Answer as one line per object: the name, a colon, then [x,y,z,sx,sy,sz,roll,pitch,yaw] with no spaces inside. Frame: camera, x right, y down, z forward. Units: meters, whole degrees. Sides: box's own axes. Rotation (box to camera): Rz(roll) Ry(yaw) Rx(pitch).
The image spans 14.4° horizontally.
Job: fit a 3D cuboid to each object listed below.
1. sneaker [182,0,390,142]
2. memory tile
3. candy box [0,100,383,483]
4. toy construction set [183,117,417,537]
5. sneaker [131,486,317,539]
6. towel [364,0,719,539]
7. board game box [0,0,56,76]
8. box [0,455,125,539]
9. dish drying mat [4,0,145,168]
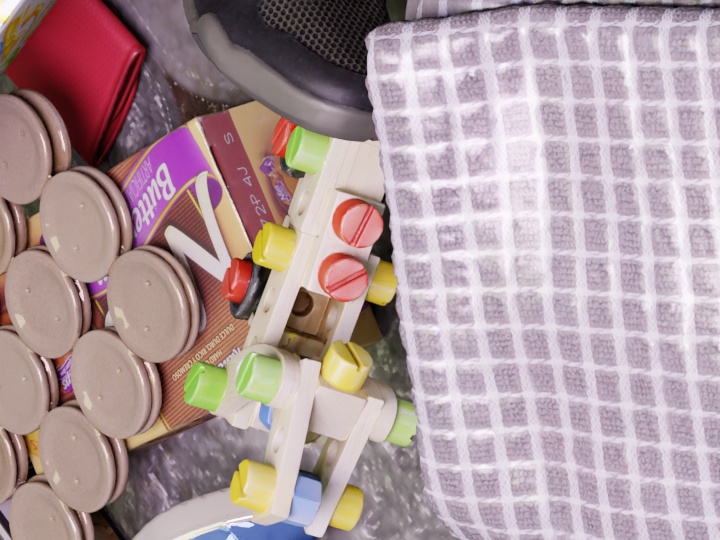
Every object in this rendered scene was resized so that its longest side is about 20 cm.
sneaker: [-0.021,-0.141,1.095,0.114,0.076,0.200,-62,33,34]
memory tile: [-0.145,0.031,1.270,0.153,0.017,0.200,47,132,23]
candy box: [-0.089,0.013,1.260,0.200,0.056,0.117,-25,86,47]
toy construction set: [0.000,0.000,1.106,0.200,0.092,0.131,-56,20,1]
sneaker: [-0.086,0.176,1.251,0.200,0.077,0.111,-28,67,15]
towel: [0.091,-0.001,0.899,0.165,0.086,0.200,3,110,36]
board game box: [-0.182,-0.130,1.184,0.103,0.105,0.200,37,98,-2]
box: [-0.142,0.189,1.368,0.200,0.060,0.117,52,133,18]
dish drying mat: [-0.170,-0.141,1.313,0.200,0.018,0.077,46,134,21]
